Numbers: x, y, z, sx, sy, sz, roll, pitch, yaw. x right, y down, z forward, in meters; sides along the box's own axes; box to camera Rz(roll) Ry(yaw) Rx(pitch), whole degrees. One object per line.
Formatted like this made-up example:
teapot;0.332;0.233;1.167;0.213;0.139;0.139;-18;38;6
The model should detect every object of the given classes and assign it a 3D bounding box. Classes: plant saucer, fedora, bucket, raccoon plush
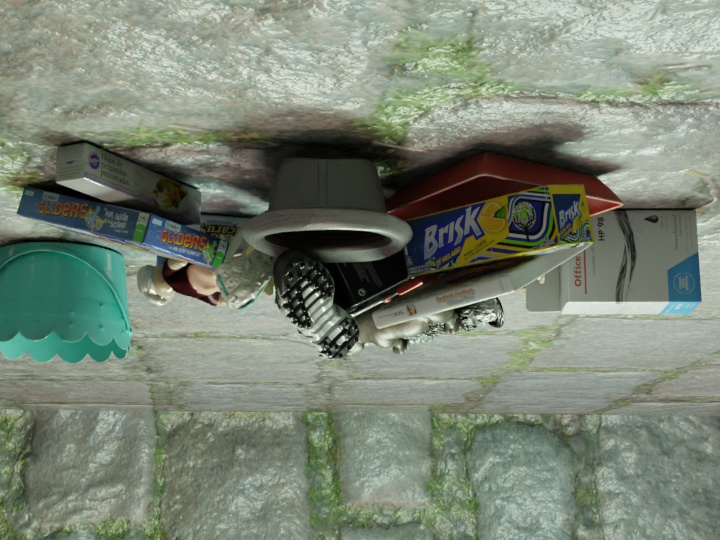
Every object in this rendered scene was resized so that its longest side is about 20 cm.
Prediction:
plant saucer;0.149;-0.081;1.377;0.200;0.037;0.200;8;165;-33
fedora;-0.034;-0.069;1.305;0.177;0.090;0.200;-1;171;9
bucket;-0.411;0.046;1.699;0.207;0.135;0.207;-1;167;0
raccoon plush;0.063;0.047;1.649;0.200;0.097;0.134;-21;167;35

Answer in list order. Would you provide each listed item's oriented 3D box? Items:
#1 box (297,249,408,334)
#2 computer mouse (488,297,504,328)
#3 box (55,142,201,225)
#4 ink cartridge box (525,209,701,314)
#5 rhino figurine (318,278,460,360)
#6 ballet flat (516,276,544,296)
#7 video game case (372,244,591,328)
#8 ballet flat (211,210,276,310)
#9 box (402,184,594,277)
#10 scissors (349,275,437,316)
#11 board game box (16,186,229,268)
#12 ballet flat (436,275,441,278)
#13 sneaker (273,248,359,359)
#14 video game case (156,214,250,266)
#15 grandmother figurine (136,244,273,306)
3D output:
box;0.000;0.000;1.517;0.141;0.079;0.200;-24;177;-25
computer mouse;0.184;0.011;1.644;0.059;0.034;0.200;27;150;16
box;-0.242;-0.088;1.336;0.041;0.039;0.200;-7;165;29
ink cartridge box;0.300;-0.009;1.506;0.200;0.116;0.067;-1;167;1
rhino figurine;0.034;0.066;1.537;0.200;0.060;0.087;-24;152;18
ballet flat;0.229;-0.002;1.653;0.067;0.068;0.200;10;163;-10
video game case;0.136;0.008;1.386;0.182;0.023;0.200;-17;-175;37
ballet flat;-0.103;-0.032;1.419;0.072;0.072;0.200;-8;-154;32
box;0.138;-0.040;1.309;0.200;0.064;0.070;-13;175;42
scissors;0.042;0.027;1.472;0.200;0.014;0.073;-29;180;10
board game box;-0.264;-0.047;1.396;0.200;0.035;0.135;13;175;33
ballet flat;0.105;-0.007;1.614;0.069;0.070;0.200;-5;174;22
sneaker;-0.067;0.025;1.374;0.090;0.066;0.200;41;170;31
video game case;-0.162;-0.023;1.606;0.181;0.046;0.200;4;166;-14
grandmother figurine;-0.193;0.010;1.535;0.200;0.061;0.121;-4;138;34
